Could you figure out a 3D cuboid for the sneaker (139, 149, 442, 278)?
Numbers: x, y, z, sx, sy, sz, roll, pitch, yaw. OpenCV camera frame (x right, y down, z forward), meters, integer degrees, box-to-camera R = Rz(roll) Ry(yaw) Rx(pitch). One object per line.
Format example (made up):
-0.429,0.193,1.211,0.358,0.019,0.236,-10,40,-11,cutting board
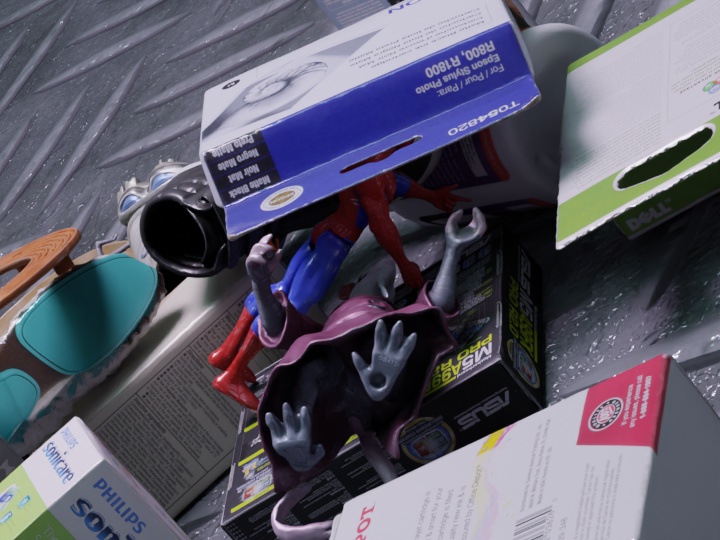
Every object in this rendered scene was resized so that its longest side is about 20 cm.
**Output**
-0.048,-0.043,1.600,0.200,0.071,0.099,-14,18,25,sneaker

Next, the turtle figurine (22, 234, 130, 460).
-0.195,0.070,1.801,0.200,0.101,0.150,-48,5,22,turtle figurine

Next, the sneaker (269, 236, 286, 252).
-0.079,0.007,1.790,0.078,0.075,0.200,-12,42,34,sneaker

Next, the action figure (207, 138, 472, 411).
0.000,0.000,1.566,0.200,0.099,0.065,-58,20,16,action figure

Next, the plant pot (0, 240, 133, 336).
-0.236,0.056,1.991,0.200,0.028,0.200,-34,22,16,plant pot

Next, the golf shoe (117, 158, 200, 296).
-0.079,-0.052,1.719,0.200,0.078,0.097,-41,46,36,golf shoe

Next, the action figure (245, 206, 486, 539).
0.010,0.048,1.437,0.134,0.149,0.200,-6,11,4,action figure

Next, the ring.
-0.256,0.035,1.625,0.200,0.019,0.200,-32,11,7,ring

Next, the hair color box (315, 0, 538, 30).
0.041,-0.179,1.757,0.061,0.200,0.099,-15,32,47,hair color box

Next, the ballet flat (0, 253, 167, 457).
-0.203,0.068,1.623,0.200,0.072,0.072,-45,22,-18,ballet flat

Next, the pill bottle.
0.069,-0.087,1.655,0.200,0.111,0.111,-8,38,52,pill bottle

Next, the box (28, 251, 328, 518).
-0.112,0.078,1.660,0.200,0.095,0.078,-41,21,-6,box

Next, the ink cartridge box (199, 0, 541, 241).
0.001,-0.103,1.526,0.199,0.041,0.200,-24,19,4,ink cartridge box

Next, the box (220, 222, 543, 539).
0.015,0.073,1.528,0.200,0.044,0.160,-32,23,19,box

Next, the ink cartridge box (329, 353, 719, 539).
0.078,0.145,1.231,0.200,0.086,0.148,-29,25,29,ink cartridge box

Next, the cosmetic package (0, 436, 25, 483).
-0.222,0.167,1.525,0.107,0.200,0.090,-50,23,-17,cosmetic package

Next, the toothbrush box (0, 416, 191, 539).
-0.179,0.207,1.448,0.200,0.146,0.086,-42,22,-3,toothbrush box

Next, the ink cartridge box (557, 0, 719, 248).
0.190,-0.074,1.465,0.148,0.076,0.200,-29,25,24,ink cartridge box
